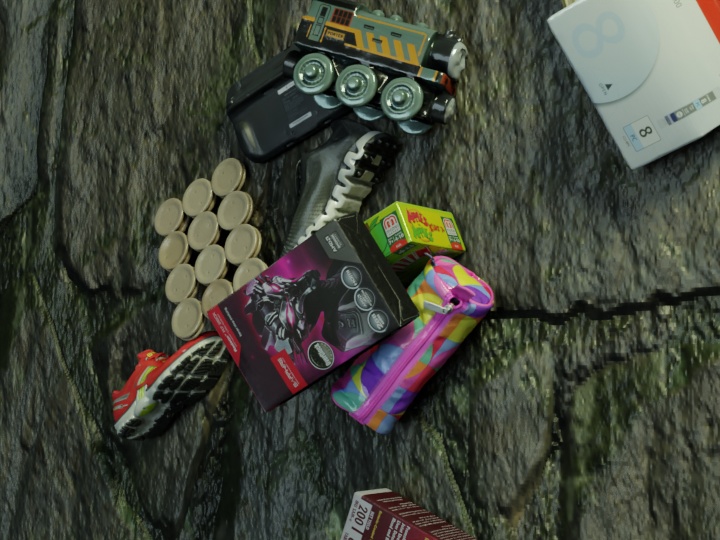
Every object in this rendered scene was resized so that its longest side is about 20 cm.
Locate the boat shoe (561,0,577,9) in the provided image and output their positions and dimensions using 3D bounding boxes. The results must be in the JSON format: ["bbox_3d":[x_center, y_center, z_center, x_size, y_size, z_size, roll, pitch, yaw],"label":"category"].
[{"bbox_3d":[0.203,-0.287,1.134,0.063,0.073,0.200,-26,71,30],"label":"boat shoe"}]

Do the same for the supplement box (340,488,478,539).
[{"bbox_3d":[0.068,0.311,1.192,0.200,0.061,0.109,22,99,35],"label":"supplement box"}]

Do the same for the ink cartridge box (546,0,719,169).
[{"bbox_3d":[0.289,-0.202,1.039,0.200,0.047,0.160,-27,97,34],"label":"ink cartridge box"}]

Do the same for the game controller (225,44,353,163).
[{"bbox_3d":[-0.074,-0.204,1.367,0.200,0.042,0.104,-27,85,33],"label":"game controller"}]

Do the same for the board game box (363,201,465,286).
[{"bbox_3d":[0.000,0.000,1.246,0.200,0.102,0.048,-32,67,31],"label":"board game box"}]

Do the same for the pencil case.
[{"bbox_3d":[0.052,0.076,1.207,0.088,0.088,0.200,49,117,29],"label":"pencil case"}]

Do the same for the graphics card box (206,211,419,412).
[{"bbox_3d":[-0.051,0.044,1.191,0.200,0.051,0.126,-33,84,30],"label":"graphics card box"}]

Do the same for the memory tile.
[{"bbox_3d":[-0.179,-0.026,1.408,0.153,0.017,0.200,-32,55,25],"label":"memory tile"}]

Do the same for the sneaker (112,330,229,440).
[{"bbox_3d":[-0.242,0.125,1.439,0.200,0.077,0.085,-40,54,25],"label":"sneaker"}]

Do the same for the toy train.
[{"bbox_3d":[0.015,-0.219,1.251,0.200,0.085,0.114,19,89,21],"label":"toy train"}]

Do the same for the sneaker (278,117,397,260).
[{"bbox_3d":[-0.042,-0.082,1.311,0.090,0.066,0.200,41,107,35],"label":"sneaker"}]
